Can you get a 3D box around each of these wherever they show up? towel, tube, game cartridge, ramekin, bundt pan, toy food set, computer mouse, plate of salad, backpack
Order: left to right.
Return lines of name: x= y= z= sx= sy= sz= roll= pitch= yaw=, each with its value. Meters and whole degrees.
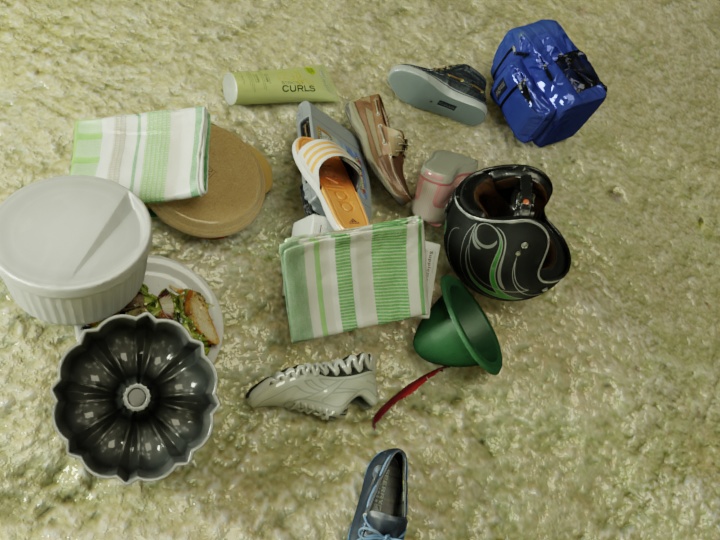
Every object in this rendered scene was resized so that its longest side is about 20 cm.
ramekin: x=-0.362 y=-0.020 z=1.087 sx=0.199 sy=0.095 sz=0.204 roll=4 pitch=47 yaw=-5
bundt pan: x=-0.274 y=0.156 z=1.055 sx=0.198 sy=0.076 sz=0.206 roll=2 pitch=81 yaw=-14
towel: x=-0.311 y=-0.162 z=1.202 sx=0.196 sy=0.031 sz=0.151 roll=-4 pitch=62 yaw=3
plate of salad: x=-0.277 y=0.066 z=1.140 sx=0.197 sy=0.048 sz=0.203 roll=10 pitch=62 yaw=-20
toy food set: x=-0.234 y=-0.136 z=1.263 sx=0.196 sy=0.049 sz=0.202 roll=27 pitch=57 yaw=-9
tube: x=-0.126 y=-0.303 z=1.401 sx=0.198 sy=0.052 sz=0.059 roll=-11 pitch=110 yaw=-34
computer mouse: x=-0.078 y=-0.145 z=1.326 sx=0.058 sy=0.034 sz=0.202 roll=38 pitch=35 yaw=-34
game cartridge: x=-0.039 y=-0.158 z=1.330 sx=0.132 sy=0.041 sz=0.202 roll=25 pitch=43 yaw=-39
towel: x=-0.005 y=0.012 z=1.157 sx=0.197 sy=0.155 sz=0.023 roll=-11 pitch=25 yaw=-10
backpack: x=0.323 y=-0.349 z=1.560 sx=0.166 sy=0.163 sz=0.202 roll=-18 pitch=74 yaw=-27

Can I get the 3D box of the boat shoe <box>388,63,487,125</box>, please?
boat shoe: x=0.139 y=-0.334 z=1.528 sx=0.198 sy=0.071 sz=0.092 roll=21 pitch=56 yaw=-22

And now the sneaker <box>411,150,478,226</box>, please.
sneaker: x=0.136 y=-0.135 z=1.425 sx=0.074 sy=0.106 sz=0.200 roll=20 pitch=23 yaw=16

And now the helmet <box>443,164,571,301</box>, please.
helmet: x=0.230 y=-0.047 z=1.345 sx=0.197 sy=0.193 sz=0.202 roll=-7 pitch=41 yaw=6

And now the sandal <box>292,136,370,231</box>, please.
sandal: x=-0.028 y=-0.131 z=1.202 sx=0.078 sy=0.060 sz=0.208 roll=-2 pitch=48 yaw=-33

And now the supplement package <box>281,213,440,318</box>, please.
supplement package: x=0.000 y=0.000 z=1.245 sx=0.197 sy=0.109 sz=0.116 roll=13 pitch=83 yaw=-19

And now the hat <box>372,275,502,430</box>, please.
hat: x=0.098 y=0.121 z=1.302 sx=0.199 sy=0.175 sz=0.167 roll=13 pitch=49 yaw=-63

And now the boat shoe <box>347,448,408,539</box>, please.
boat shoe: x=0.023 y=0.329 z=1.128 sx=0.083 sy=0.069 sz=0.203 roll=13 pitch=60 yaw=-18

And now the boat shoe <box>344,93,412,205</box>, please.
boat shoe: x=0.042 y=-0.202 z=1.393 sx=0.071 sy=0.076 sz=0.202 roll=-27 pitch=75 yaw=9

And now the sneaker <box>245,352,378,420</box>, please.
sneaker: x=-0.060 y=0.168 z=1.176 sx=0.197 sy=0.075 sz=0.082 roll=-8 pitch=77 yaw=-27
